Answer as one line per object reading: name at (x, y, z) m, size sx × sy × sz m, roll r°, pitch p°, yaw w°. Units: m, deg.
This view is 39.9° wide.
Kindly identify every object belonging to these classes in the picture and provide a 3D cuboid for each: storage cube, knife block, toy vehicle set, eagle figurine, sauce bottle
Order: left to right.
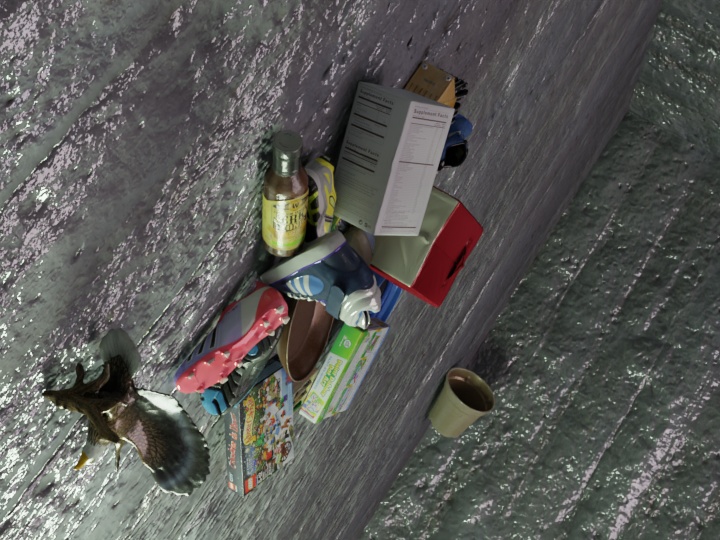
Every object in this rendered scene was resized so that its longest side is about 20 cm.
eagle figurine at (-0.275, 0.177, 1.156) m, size 0.149 × 0.153 × 0.200 m, roll -26°, pitch 149°, yaw 13°
toy vehicle set at (-0.159, 0.263, 1.796) m, size 0.200 × 0.026 × 0.125 m, roll -44°, pitch 165°, yaw -38°
sauce bottle at (-0.102, -0.102, 1.333) m, size 0.065 × 0.064 × 0.201 m, roll -49°, pitch 159°, yaw -32°
storage cube at (0.084, -0.063, 1.735) m, size 0.172 × 0.199 × 0.180 m, roll -59°, pitch 157°, yaw -1°
knife block at (0.113, -0.264, 1.699) m, size 0.201 × 0.063 × 0.176 m, roll -56°, pitch 162°, yaw -15°

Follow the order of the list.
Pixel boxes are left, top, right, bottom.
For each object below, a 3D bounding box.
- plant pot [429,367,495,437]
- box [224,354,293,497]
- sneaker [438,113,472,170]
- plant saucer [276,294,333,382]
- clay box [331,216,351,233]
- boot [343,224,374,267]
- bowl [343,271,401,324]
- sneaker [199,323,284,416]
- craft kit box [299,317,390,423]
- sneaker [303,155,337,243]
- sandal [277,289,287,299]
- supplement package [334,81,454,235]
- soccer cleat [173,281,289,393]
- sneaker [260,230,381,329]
plant pot at (0.336, 0.473, 3.436) m, size 0.184 × 0.200 × 0.200 m, roll -56°, pitch 168°, yaw 31°
box at (-0.169, 0.260, 1.665) m, size 0.136 × 0.037 × 0.203 m, roll -33°, pitch 132°, yaw -47°
sneaker at (0.167, -0.233, 1.872) m, size 0.200 × 0.089 × 0.079 m, roll -42°, pitch 157°, yaw -48°
plant saucer at (-0.089, 0.075, 1.580) m, size 0.200 × 0.036 × 0.203 m, roll 15°, pitch 90°, yaw -73°
clay box at (-0.016, -0.113, 1.596) m, size 0.202 × 0.047 × 0.115 m, roll -60°, pitch 163°, yaw -6°
boot at (0.000, 0.000, 1.604) m, size 0.098 × 0.074 × 0.201 m, roll -57°, pitch 156°, yaw -22°
bowl at (0.030, 0.062, 2.046) m, size 0.201 × 0.039 × 0.202 m, roll -52°, pitch 162°, yaw -25°
sneaker at (-0.174, 0.127, 1.506) m, size 0.201 × 0.073 × 0.082 m, roll -55°, pitch 169°, yaw 18°
craft kit box at (-0.028, 0.192, 1.944) m, size 0.202 × 0.048 × 0.197 m, roll -63°, pitch 167°, yaw 8°
sneaker at (-0.063, -0.081, 1.463) m, size 0.077 × 0.075 × 0.201 m, roll -48°, pitch 161°, yaw -34°
sandal at (-0.129, 0.065, 1.585) m, size 0.077 × 0.042 × 0.201 m, roll -64°, pitch 161°, yaw -19°
supplement package at (0.043, -0.165, 1.481) m, size 0.113 × 0.109 × 0.203 m, roll -1°, pitch 112°, yaw -49°
soccer cleat at (-0.190, 0.096, 1.413) m, size 0.199 × 0.076 × 0.067 m, roll -40°, pitch 144°, yaw -14°
sneaker at (-0.051, 0.034, 1.431) m, size 0.080 × 0.147 × 0.199 m, roll -41°, pitch -168°, yaw -38°
